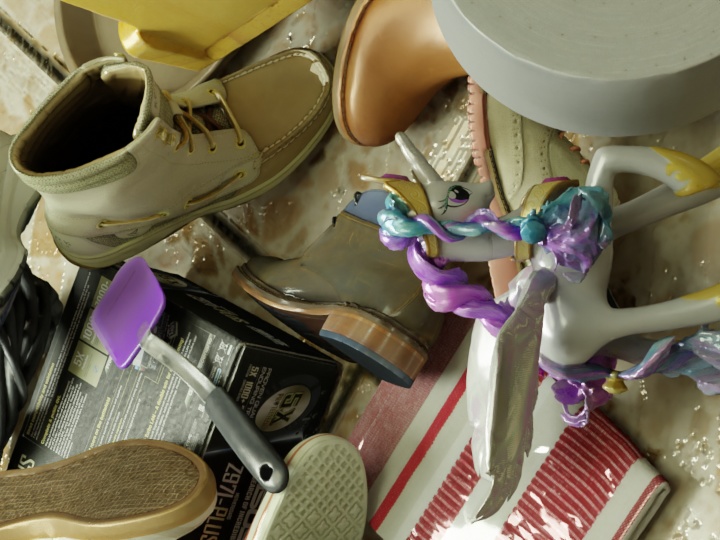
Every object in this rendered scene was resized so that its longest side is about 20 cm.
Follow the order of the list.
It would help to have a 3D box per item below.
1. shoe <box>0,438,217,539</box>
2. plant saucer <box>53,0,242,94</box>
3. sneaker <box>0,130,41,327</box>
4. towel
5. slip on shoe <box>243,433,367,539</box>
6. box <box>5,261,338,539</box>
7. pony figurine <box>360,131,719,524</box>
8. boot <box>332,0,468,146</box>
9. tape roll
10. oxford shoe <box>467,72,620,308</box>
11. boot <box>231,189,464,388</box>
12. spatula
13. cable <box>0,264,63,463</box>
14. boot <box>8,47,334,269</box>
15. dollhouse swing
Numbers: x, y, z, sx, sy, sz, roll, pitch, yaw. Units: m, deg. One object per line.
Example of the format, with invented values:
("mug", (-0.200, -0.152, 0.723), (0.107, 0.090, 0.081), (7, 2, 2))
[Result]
("shoe", (-0.154, 0.142, 1.628), (0.199, 0.053, 0.070), (-9, 42, 38))
("plant saucer", (-0.123, -0.197, 1.807), (0.200, 0.029, 0.201), (-13, 71, 41))
("sneaker", (-0.241, -0.017, 1.667), (0.200, 0.087, 0.075), (-88, 24, -52))
("towel", (0.074, 0.115, 1.552), (0.200, 0.023, 0.144), (44, 110, 39))
("slip on shoe", (-0.052, 0.176, 1.611), (0.061, 0.074, 0.201), (48, 129, 45))
("box", (-0.124, 0.114, 1.695), (0.164, 0.086, 0.201), (25, 98, 43))
("pony figurine", (0.104, 0.021, 1.427), (0.167, 0.199, 0.194), (-128, 34, -85))
("boot", (0.080, -0.127, 1.578), (0.155, 0.077, 0.200), (41, 102, 37))
("tape roll", (0.132, -0.173, 1.456), (0.199, 0.066, 0.201), (-2, 67, 4))
("oxford shoe", (0.101, -0.052, 1.513), (0.074, 0.071, 0.201), (-8, 101, 13))
("boot", (0.000, 0.000, 1.623), (0.097, 0.075, 0.200), (-57, 32, -6))
("spatula", (-0.096, 0.062, 1.605), (0.200, 0.021, 0.057), (44, 110, 36))
("cable", (-0.233, 0.076, 1.762), (0.200, 0.051, 0.164), (135, 157, -76))
("boot", (-0.105, -0.087, 1.636), (0.200, 0.155, 0.072), (-31, 70, -5))
("dollhouse swing", (-0.085, -0.234, 1.608), (0.200, 0.176, 0.182), (-29, 44, 36))
